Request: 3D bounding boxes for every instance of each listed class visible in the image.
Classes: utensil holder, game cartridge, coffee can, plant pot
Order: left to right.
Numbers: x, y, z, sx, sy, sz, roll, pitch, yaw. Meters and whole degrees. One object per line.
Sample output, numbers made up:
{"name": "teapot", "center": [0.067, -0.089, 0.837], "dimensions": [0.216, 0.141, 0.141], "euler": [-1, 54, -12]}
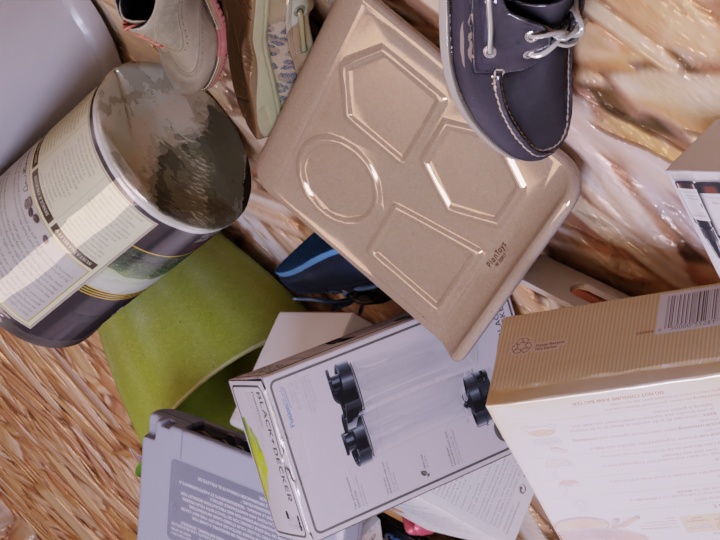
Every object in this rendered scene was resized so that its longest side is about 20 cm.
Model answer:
{"name": "utensil holder", "center": [-0.323, -0.155, 1.378], "dimensions": [0.170, 0.200, 0.170], "euler": [40, 156, 22]}
{"name": "coffee can", "center": [-0.202, -0.049, 1.308], "dimensions": [0.200, 0.146, 0.147], "euler": [-35, 98, 36]}
{"name": "plant pot", "center": [-0.155, 0.034, 1.456], "dimensions": [0.201, 0.186, 0.188], "euler": [54, 160, 20]}
{"name": "game cartridge", "center": [-0.084, 0.193, 1.248], "dimensions": [0.199, 0.040, 0.135], "euler": [17, 106, 33]}

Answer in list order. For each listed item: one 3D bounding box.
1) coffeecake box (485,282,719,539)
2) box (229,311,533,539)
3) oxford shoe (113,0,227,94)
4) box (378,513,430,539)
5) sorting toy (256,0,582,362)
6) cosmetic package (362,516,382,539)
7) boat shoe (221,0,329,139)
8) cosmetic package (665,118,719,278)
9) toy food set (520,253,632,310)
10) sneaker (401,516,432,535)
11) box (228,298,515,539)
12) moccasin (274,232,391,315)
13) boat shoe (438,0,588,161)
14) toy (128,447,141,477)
{"name": "coffeecake box", "center": [0.183, 0.110, 0.978], "dimensions": [0.152, 0.073, 0.201], "euler": [-10, 130, 26]}
{"name": "box", "center": [0.025, 0.118, 1.251], "dimensions": [0.199, 0.098, 0.124], "euler": [31, 165, -25]}
{"name": "oxford shoe", "center": [-0.143, -0.187, 1.177], "dimensions": [0.070, 0.075, 0.201], "euler": [35, 155, 24]}
{"name": "box", "center": [0.063, 0.269, 1.488], "dimensions": [0.198, 0.050, 0.200], "euler": [29, 175, 38]}
{"name": "sorting toy", "center": [0.034, -0.063, 1.061], "dimensions": [0.200, 0.036, 0.186], "euler": [44, 137, 12]}
{"name": "cosmetic package", "center": [-0.039, 0.242, 1.363], "dimensions": [0.107, 0.085, 0.201], "euler": [36, 155, 26]}
{"name": "boat shoe", "center": [-0.053, -0.169, 1.083], "dimensions": [0.201, 0.062, 0.074], "euler": [93, 157, -56]}
{"name": "cosmetic package", "center": [0.241, -0.025, 0.790], "dimensions": [0.199, 0.051, 0.083], "euler": [7, 135, 57]}
{"name": "toy food set", "center": [0.168, 0.088, 1.085], "dimensions": [0.143, 0.060, 0.201], "euler": [27, 149, 39]}
{"name": "sneaker", "center": [0.020, 0.135, 1.388], "dimensions": [0.201, 0.087, 0.074], "euler": [52, 156, -9]}
{"name": "box", "center": [0.021, 0.094, 1.143], "dimensions": [0.060, 0.199, 0.118], "euler": [-7, 102, 63]}
{"name": "moccasin", "center": [0.000, 0.000, 1.220], "dimensions": [0.068, 0.081, 0.200], "euler": [48, 159, -14]}
{"name": "boat shoe", "center": [0.083, -0.134, 0.869], "dimensions": [0.063, 0.072, 0.201], "euler": [28, 146, 44]}
{"name": "toy", "center": [-0.242, 0.329, 2.209], "dimensions": [0.115, 0.047, 0.201], "euler": [21, 145, 50]}
